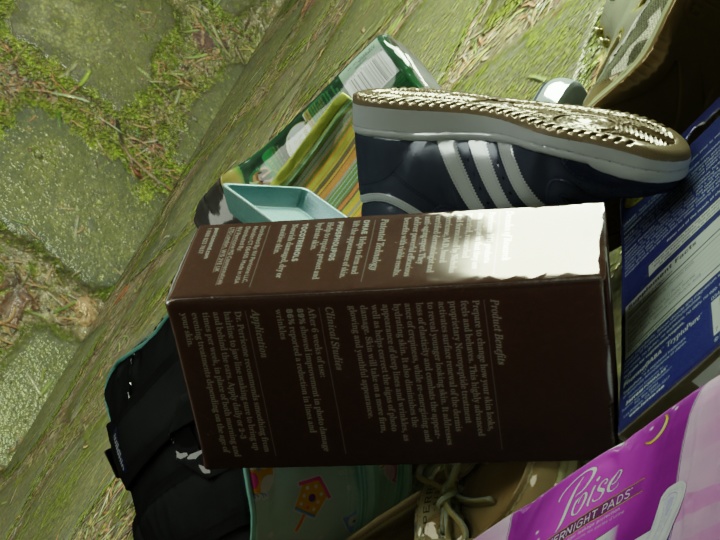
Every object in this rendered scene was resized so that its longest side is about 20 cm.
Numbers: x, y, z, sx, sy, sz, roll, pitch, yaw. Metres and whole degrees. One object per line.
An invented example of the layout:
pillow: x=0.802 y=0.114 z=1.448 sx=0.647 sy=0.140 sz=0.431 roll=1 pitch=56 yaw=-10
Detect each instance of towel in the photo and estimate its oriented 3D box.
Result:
towel: x=0.028 y=-0.035 z=1.039 sx=0.200 sy=0.018 sz=0.086 roll=39 pitch=96 yaw=32

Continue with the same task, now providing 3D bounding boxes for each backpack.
backpack: x=-0.057 y=0.100 z=0.909 sx=0.200 sy=0.152 sz=0.177 roll=125 pitch=135 yaw=-63

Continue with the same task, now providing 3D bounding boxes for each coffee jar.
coffee jar: x=-0.021 y=-0.069 z=1.148 sx=0.200 sy=0.104 sz=0.086 roll=-41 pitch=56 yaw=12

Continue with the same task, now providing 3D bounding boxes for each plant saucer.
plant saucer: x=0.000 y=0.000 z=0.904 sx=0.200 sy=0.069 sz=0.019 roll=37 pitch=115 yaw=40

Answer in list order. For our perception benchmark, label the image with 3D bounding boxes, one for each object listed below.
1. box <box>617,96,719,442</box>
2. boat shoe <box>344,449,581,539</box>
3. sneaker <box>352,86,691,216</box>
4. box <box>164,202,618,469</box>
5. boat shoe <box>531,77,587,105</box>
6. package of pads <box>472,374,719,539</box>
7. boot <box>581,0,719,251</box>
box: x=0.169 y=-0.014 z=0.739 sx=0.121 sy=0.032 sz=0.201 roll=-47 pitch=17 yaw=32
boat shoe: x=0.031 y=0.140 z=0.789 sx=0.200 sy=0.062 sz=0.074 roll=-47 pitch=15 yaw=34
sneaker: x=0.079 y=-0.032 z=0.835 sx=0.070 sy=0.199 sz=0.110 roll=-15 pitch=-68 yaw=-50
box: x=0.019 y=0.031 z=0.741 sx=0.075 sy=0.198 sz=0.101 roll=-73 pitch=-22 yaw=-56
boat shoe: x=0.072 y=-0.027 z=0.950 sx=0.085 sy=0.075 sz=0.204 roll=10 pitch=72 yaw=32
package of pads: x=0.098 y=0.123 z=0.563 sx=0.200 sy=0.075 sz=0.121 roll=-44 pitch=19 yaw=42
boot: x=0.162 y=-0.108 z=0.917 sx=0.201 sy=0.072 sz=0.155 roll=-59 pitch=8 yaw=10
